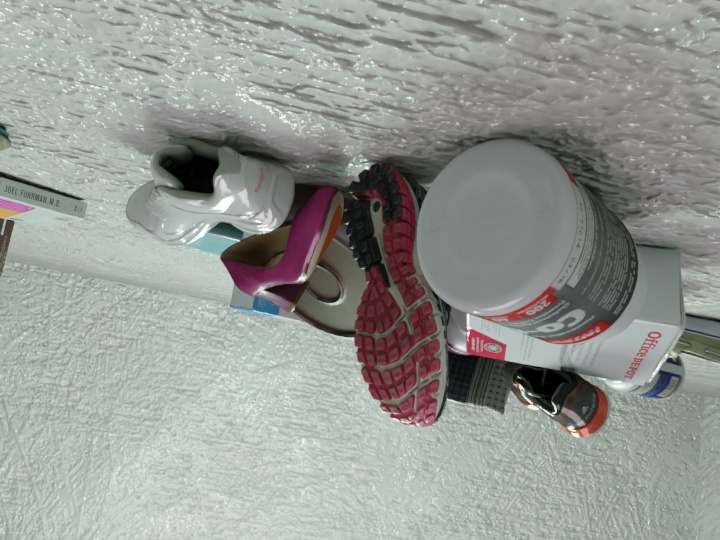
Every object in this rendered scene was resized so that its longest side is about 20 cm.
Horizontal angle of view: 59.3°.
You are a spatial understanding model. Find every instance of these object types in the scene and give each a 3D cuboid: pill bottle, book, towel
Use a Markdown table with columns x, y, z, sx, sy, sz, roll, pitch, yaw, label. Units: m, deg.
| x | y | z | sx | sy | sz | roll | pitch | yaw | label |
| --- | --- | --- | --- | --- | --- | --- | --- | --- | --- |
| 0.566 | 0.198 | 1.308 | 0.197 | 0.114 | 0.110 | 15 | 170 | -29 | pill bottle |
| 0.158 | 0.062 | 0.909 | 0.110 | 0.115 | 0.200 | 9 | 172 | 6 | pill bottle |
| -0.504 | -0.103 | 0.876 | 0.132 | 0.049 | 0.198 | 0 | 168 | 41 | book |
| 0.138 | -0.008 | 0.471 | 0.112 | 0.117 | 0.198 | 3 | 169 | 41 | pill bottle |
| 0.166 | 0.122 | 1.025 | 0.189 | 0.202 | 0.035 | 11 | 145 | 24 | towel |

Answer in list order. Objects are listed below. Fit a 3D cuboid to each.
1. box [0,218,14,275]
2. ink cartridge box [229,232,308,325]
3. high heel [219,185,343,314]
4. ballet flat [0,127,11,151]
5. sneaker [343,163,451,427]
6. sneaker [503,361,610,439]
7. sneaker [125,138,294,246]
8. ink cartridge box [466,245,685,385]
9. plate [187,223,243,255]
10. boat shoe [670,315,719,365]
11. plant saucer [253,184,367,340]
| x | y | z | sx | sy | sz | roll | pitch | yaw | label |
| --- | --- | --- | --- | --- | --- | --- | --- | --- | --- |
| -0.728 | -0.043 | 1.118 | 0.161 | 0.170 | 0.199 | 14 | 171 | -22 | box |
| -0.071 | 0.016 | 0.873 | 0.197 | 0.118 | 0.067 | 17 | 169 | -39 | ink cartridge box |
| -0.080 | -0.028 | 0.578 | 0.095 | 0.068 | 0.201 | 32 | 142 | -1 | high heel |
| -0.380 | -0.120 | 0.531 | 0.067 | 0.069 | 0.200 | 9 | 172 | 13 | ballet flat |
| 0.043 | 0.016 | 0.490 | 0.080 | 0.205 | 0.074 | -20 | 157 | 41 | sneaker |
| 0.214 | 0.126 | 0.753 | 0.081 | 0.078 | 0.200 | 34 | 176 | -14 | sneaker |
| -0.156 | -0.078 | 0.561 | 0.197 | 0.080 | 0.099 | -7 | 157 | 34 | sneaker |
| 0.212 | 0.039 | 0.656 | 0.195 | 0.085 | 0.146 | 8 | 151 | 14 | ink cartridge box |
| -0.215 | -0.048 | 0.945 | 0.195 | 0.026 | 0.200 | 11 | 171 | 2 | plate |
| 0.467 | 0.099 | 0.944 | 0.195 | 0.064 | 0.072 | 9 | 172 | 14 | boat shoe |
| -0.035 | 0.004 | 0.656 | 0.197 | 0.032 | 0.203 | 20 | 138 | 19 | plant saucer |
